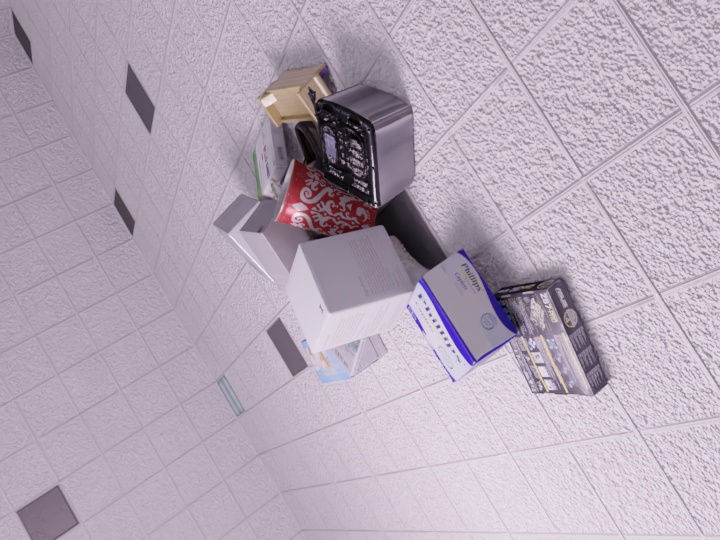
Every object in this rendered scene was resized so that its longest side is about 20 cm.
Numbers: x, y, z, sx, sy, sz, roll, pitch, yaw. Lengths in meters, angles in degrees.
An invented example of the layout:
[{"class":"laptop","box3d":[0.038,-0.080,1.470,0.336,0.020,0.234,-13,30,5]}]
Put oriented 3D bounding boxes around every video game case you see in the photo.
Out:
[{"class":"video game case","box3d":[-0.053,0.116,1.629,0.200,0.022,0.185,47,136,34]}]

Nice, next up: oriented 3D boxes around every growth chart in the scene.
[{"class":"growth chart","box3d":[-0.166,-0.145,1.629,0.145,0.018,0.200,49,173,13]}]

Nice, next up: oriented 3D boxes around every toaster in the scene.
[{"class":"toaster","box3d":[0.004,-0.252,1.334,0.180,0.117,0.204,32,141,40]}]

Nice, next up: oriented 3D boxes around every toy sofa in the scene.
[{"class":"toy sofa","box3d":[-0.129,-0.375,1.494,0.198,0.098,0.083,12,147,53]}]

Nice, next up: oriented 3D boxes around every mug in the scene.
[{"class":"mug","box3d":[-0.069,-0.154,1.478,0.196,0.180,0.134,18,135,-13]}]

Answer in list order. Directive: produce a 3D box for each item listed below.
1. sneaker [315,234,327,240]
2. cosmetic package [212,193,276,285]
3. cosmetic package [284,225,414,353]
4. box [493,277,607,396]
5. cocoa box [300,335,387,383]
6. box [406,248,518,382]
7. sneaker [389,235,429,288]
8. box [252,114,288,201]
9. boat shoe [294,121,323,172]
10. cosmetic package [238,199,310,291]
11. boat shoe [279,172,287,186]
[{"class":"sneaker","box3d":[-0.073,-0.061,1.671,0.077,0.083,0.201,51,151,14]},{"class":"cosmetic package","box3d":[-0.268,-0.082,1.833,0.200,0.123,0.199,48,169,-24]},{"class":"cosmetic package","box3d":[-0.025,0.037,1.414,0.169,0.196,0.168,64,151,24]},{"class":"box","box3d":[0.326,0.121,1.217,0.204,0.048,0.160,64,154,-5]},{"class":"cocoa box","box3d":[-0.047,0.203,1.818,0.135,0.130,0.199,61,152,-2]},{"class":"box","box3d":[0.184,0.091,1.306,0.186,0.103,0.201,58,166,15]},{"class":"sneaker","box3d":[0.078,-0.020,1.472,0.198,0.077,0.102,24,132,47]},{"class":"box","box3d":[-0.227,-0.276,1.725,0.200,0.035,0.148,135,129,-60]},{"class":"boat shoe","box3d":[-0.099,-0.247,1.564,0.071,0.064,0.204,15,128,51]},{"class":"cosmetic package","box3d":[-0.179,-0.054,1.585,0.089,0.108,0.202,5,138,40]},{"class":"boat shoe","box3d":[-0.145,-0.166,1.706,0.199,0.071,0.069,41,146,38]}]
